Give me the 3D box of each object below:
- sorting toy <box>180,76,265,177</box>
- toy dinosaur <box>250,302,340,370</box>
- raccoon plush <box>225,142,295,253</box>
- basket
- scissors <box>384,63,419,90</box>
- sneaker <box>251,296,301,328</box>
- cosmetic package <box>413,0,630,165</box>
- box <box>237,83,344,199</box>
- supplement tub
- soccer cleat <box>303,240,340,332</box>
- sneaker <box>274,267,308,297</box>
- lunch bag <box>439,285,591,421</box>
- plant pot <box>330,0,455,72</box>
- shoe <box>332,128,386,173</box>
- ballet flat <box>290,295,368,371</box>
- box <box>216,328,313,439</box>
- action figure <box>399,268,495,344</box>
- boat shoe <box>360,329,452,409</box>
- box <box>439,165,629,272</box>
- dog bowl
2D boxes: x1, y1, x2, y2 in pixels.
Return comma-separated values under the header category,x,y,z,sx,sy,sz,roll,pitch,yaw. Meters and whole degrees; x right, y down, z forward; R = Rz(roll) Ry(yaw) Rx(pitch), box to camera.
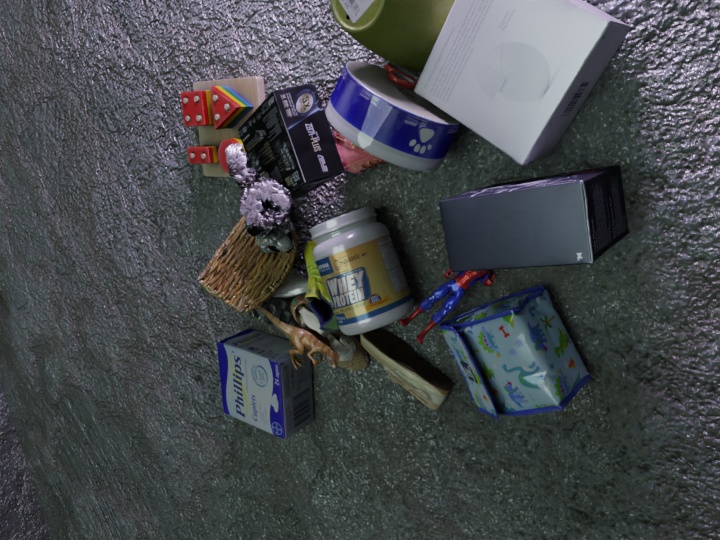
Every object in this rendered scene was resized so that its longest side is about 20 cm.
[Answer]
category,x,y,z,sx,sy,sz,roll,pitch,yaw
sorting toy,-0.287,-0.293,1.227,0.198,0.069,0.201,8,109,35
toy dinosaur,-0.122,0.129,1.145,0.199,0.060,0.107,29,135,9
raccoon plush,-0.175,-0.125,1.080,0.134,0.096,0.201,107,147,-75
basket,-0.215,-0.015,1.196,0.142,0.201,0.149,35,171,-6
scissors,0.128,-0.274,0.925,0.199,0.073,0.014,23,120,-7
sneaker,-0.126,0.104,1.239,0.199,0.089,0.074,27,90,4
cosmetic package,0.215,-0.289,0.811,0.200,0.123,0.200,40,125,19
box,-0.132,-0.224,1.081,0.200,0.086,0.165,-15,95,60
supplement tub,0.000,0.000,1.052,0.144,0.144,0.201,-19,93,39
soccer cleat,-0.077,0.026,1.140,0.065,0.083,0.201,-46,58,45
sneaker,-0.174,0.008,1.238,0.199,0.070,0.081,9,106,35
lunch bag,0.229,0.139,0.944,0.200,0.127,0.171,-25,91,52
plant pot,0.053,-0.386,0.854,0.186,0.200,0.188,13,112,34
shoe,0.026,-0.204,1.021,0.200,0.071,0.091,35,124,30
ballet flat,-0.065,0.130,1.163,0.200,0.065,0.071,41,92,-1
box,-0.213,0.249,1.320,0.199,0.105,0.185,11,110,35
action figure,0.149,0.037,0.956,0.065,0.099,0.200,45,100,5
boat shoe,0.075,0.184,1.104,0.199,0.072,0.065,34,121,18
box,0.244,-0.073,0.820,0.199,0.182,0.105,-4,102,37
dog bowl,0.052,-0.238,0.902,0.200,0.200,0.079,40,122,20
